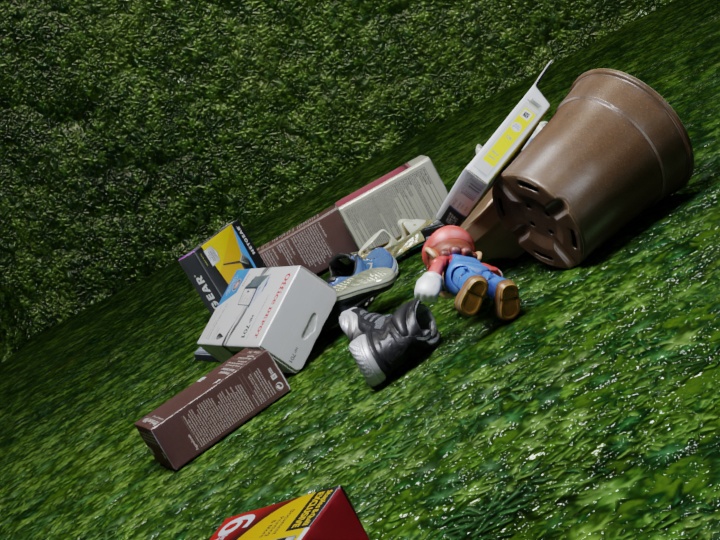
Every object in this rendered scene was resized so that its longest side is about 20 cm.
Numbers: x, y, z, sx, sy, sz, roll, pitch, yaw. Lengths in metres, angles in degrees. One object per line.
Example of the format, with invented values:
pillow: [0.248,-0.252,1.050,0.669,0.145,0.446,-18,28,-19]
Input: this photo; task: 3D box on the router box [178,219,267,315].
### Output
router box: [-0.225,0.028,2.023,0.051,0.200,0.149,-23,13,36]

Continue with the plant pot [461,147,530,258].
plant pot: [0.218,-0.082,1.591,0.201,0.093,0.201,-47,4,4]

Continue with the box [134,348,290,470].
box: [-0.209,0.192,1.568,0.200,0.075,0.100,-36,12,-22]

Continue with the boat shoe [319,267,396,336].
boat shoe: [-0.016,0.051,1.732,0.200,0.062,0.075,-28,11,34]

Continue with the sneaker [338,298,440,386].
sneaker: [0.040,0.079,1.441,0.113,0.076,0.200,-28,16,1]

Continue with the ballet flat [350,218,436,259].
ballet flat: [0.068,-0.054,1.996,0.199,0.071,0.071,-31,11,-7]

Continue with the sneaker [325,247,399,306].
sneaker: [0.000,0.000,1.859,0.078,0.089,0.200,-22,13,29]

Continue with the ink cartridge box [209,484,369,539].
ink cartridge box: [-0.068,0.258,0.848,0.175,0.084,0.200,-23,12,30]

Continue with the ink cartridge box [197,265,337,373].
ink cartridge box: [-0.146,0.075,1.725,0.200,0.086,0.147,-5,53,56]

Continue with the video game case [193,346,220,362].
video game case: [-0.173,0.096,1.898,0.142,0.019,0.200,1,32,29]

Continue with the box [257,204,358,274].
box: [-0.111,-0.043,2.284,0.199,0.100,0.075,-28,11,3]

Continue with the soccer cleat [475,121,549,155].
soccer cleat: [0.271,-0.201,1.716,0.199,0.087,0.070,-27,11,8]

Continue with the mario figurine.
mario figurine: [0.131,0.021,1.416,0.106,0.123,0.200,-43,23,3]

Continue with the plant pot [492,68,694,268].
plant pot: [0.287,-0.121,1.429,0.198,0.201,0.200,-41,14,-22]

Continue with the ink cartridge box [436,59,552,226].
ink cartridge box: [0.192,-0.162,1.507,0.200,0.047,0.198,-48,-6,-17]

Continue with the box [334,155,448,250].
box: [0.067,-0.117,2.125,0.199,0.128,0.109,-29,10,-1]

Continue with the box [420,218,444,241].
box: [0.229,-0.110,1.887,0.200,0.048,0.193,-34,13,-27]
